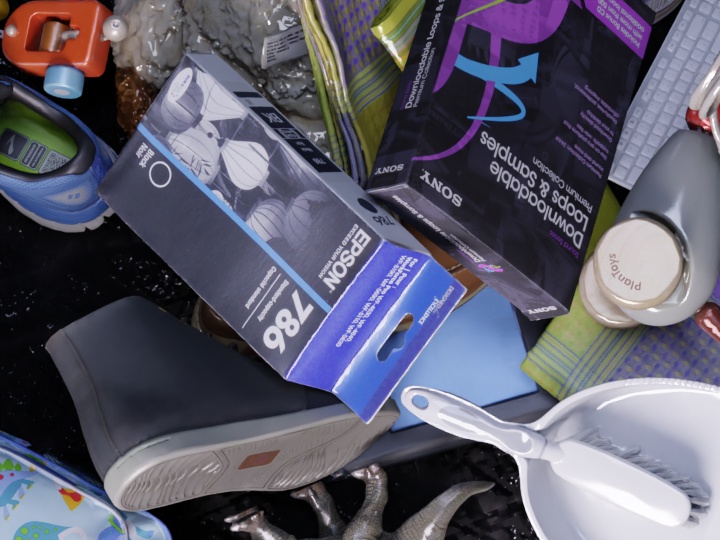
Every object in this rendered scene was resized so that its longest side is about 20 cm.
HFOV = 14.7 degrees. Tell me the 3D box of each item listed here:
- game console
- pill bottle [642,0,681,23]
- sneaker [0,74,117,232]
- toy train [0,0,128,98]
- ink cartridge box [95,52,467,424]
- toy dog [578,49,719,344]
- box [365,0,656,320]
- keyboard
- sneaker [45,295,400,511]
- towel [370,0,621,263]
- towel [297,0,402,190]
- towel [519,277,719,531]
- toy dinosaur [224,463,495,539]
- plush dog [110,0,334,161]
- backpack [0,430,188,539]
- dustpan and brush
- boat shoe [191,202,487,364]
[{"bbox_3d":[0.040,0.015,1.611,0.199,0.031,0.178,-15,71,-5],"label":"game console"},{"bbox_3d":[0.148,-0.227,1.606,0.119,0.200,0.120,0,70,0],"label":"pill bottle"},{"bbox_3d":[-0.231,-0.092,1.617,0.199,0.089,0.079,19,71,9],"label":"sneaker"},{"bbox_3d":[-0.188,-0.190,1.653,0.149,0.056,0.201,-4,71,24],"label":"toy train"},{"bbox_3d":[-0.045,-0.017,1.495,0.200,0.039,0.100,42,109,19],"label":"ink cartridge box"},{"bbox_3d":[0.201,-0.038,1.534,0.096,0.132,0.201,33,106,3],"label":"toy dog"},{"bbox_3d":[0.086,-0.094,1.537,0.143,0.036,0.201,35,62,-35],"label":"box"},{"bbox_3d":[0.202,-0.118,1.645,0.056,0.011,0.201,24,60,9],"label":"keyboard"},{"bbox_3d":[-0.070,0.060,1.517,0.199,0.075,0.107,-5,57,-43],"label":"sneaker"},{"bbox_3d":[0.077,-0.083,1.563,0.200,0.018,0.086,56,51,-22],"label":"towel"},{"bbox_3d":[0.033,-0.139,1.575,0.200,0.023,0.144,-34,115,-47],"label":"towel"},{"bbox_3d":[0.206,0.064,1.587,0.200,0.023,0.144,37,75,5],"label":"towel"},{"bbox_3d":[-0.016,0.169,1.546,0.199,0.077,0.103,-20,91,-20],"label":"toy dinosaur"},{"bbox_3d":[-0.073,-0.146,1.612,0.171,0.161,0.201,0,55,38],"label":"plush dog"},{"bbox_3d":[-0.216,0.168,1.497,0.199,0.147,0.184,26,71,12],"label":"backpack"},{"bbox_3d":[0.118,0.104,1.539,0.199,0.057,0.140,24,102,10],"label":"dustpan and brush"},{"bbox_3d":[0.000,0.000,1.565,0.199,0.074,0.076,-25,76,-8],"label":"boat shoe"}]
